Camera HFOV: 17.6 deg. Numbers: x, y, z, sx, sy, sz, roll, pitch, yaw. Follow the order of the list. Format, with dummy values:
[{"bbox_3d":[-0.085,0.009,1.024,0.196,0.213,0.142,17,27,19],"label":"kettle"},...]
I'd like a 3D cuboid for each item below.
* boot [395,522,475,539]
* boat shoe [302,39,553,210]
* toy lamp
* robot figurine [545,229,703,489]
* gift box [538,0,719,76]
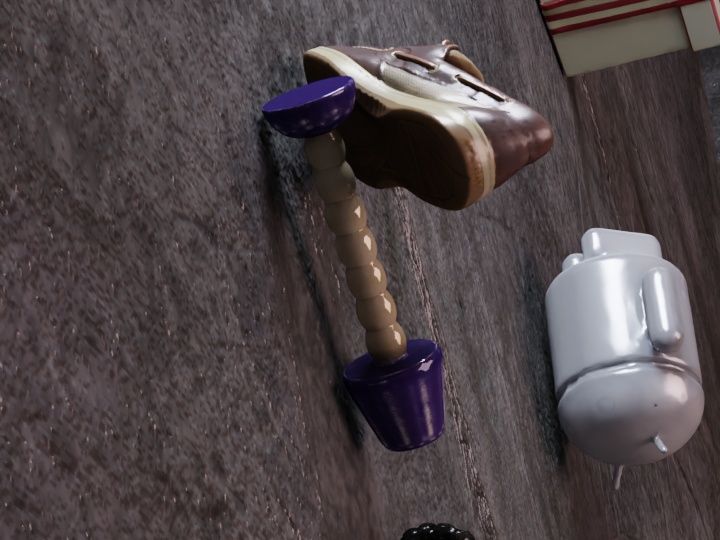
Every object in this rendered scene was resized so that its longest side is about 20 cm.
[{"bbox_3d":[0.066,0.244,1.220,0.158,0.079,0.212,55,15,-72],"label":"boot"},{"bbox_3d":[0.035,-0.086,1.241,0.200,0.072,0.072,28,-42,61],"label":"boat shoe"},{"bbox_3d":[0.000,0.000,1.236,0.058,0.058,0.201,-60,133,-70],"label":"toy lamp"},{"bbox_3d":[0.207,0.067,1.820,0.170,0.112,0.201,117,-27,-56],"label":"robot figurine"},{"bbox_3d":[0.263,-0.328,2.261,0.185,0.186,0.200,63,21,-45],"label":"gift box"}]
